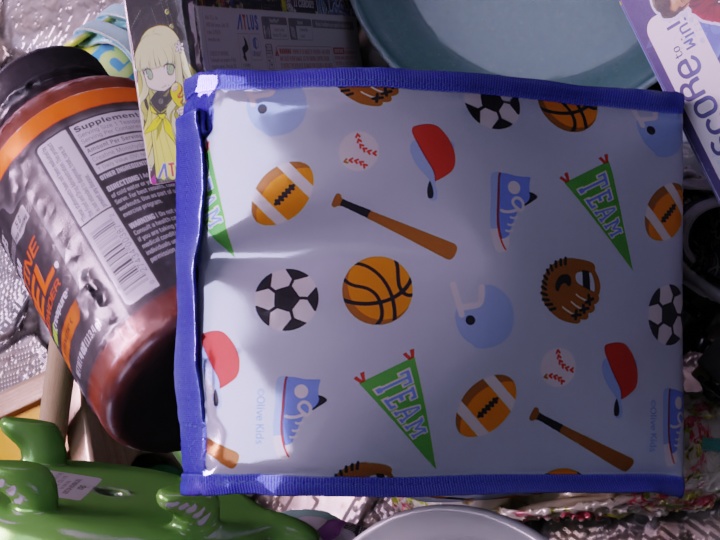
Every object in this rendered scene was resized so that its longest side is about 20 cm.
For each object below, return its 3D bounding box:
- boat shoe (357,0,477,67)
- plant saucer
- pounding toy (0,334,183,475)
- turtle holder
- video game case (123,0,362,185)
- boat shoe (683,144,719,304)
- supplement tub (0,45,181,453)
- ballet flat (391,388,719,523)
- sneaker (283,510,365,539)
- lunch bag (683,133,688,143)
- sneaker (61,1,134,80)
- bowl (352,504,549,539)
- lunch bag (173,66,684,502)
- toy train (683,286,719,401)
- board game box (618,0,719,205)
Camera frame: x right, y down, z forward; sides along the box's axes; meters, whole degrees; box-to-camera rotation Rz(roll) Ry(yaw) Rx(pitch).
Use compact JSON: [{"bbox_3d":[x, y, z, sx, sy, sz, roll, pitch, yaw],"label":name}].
[{"bbox_3d":[-0.018,-0.095,0.885,0.201,0.060,0.072,-29,65,26],"label":"boat shoe"},{"bbox_3d":[0.089,-0.170,0.814,0.199,0.036,0.201,0,89,13],"label":"plant saucer"},{"bbox_3d":[-0.166,0.129,0.888,0.199,0.142,0.185,-24,67,28],"label":"pounding toy"},{"bbox_3d":[-0.103,0.148,0.751,0.141,0.185,0.133,17,100,62],"label":"turtle holder"},{"bbox_3d":[-0.053,-0.137,0.753,0.036,0.200,0.182,-6,96,20],"label":"video game case"},{"bbox_3d":[0.161,-0.018,0.741,0.200,0.068,0.072,45,105,32],"label":"boat shoe"},{"bbox_3d":[-0.113,-0.018,0.771,0.107,0.107,0.200,-47,55,17],"label":"supplement tub"},{"bbox_3d":[0.086,0.085,0.773,0.199,0.064,0.076,-13,73,32],"label":"ballet flat"},{"bbox_3d":[-0.003,0.223,0.787,0.139,0.078,0.201,4,82,35],"label":"sneaker"},{"bbox_3d":[0.226,-0.144,0.693,0.169,0.127,0.201,10,92,37],"label":"lunch bag"},{"bbox_3d":[-0.092,-0.142,0.879,0.079,0.131,0.200,41,124,7],"label":"sneaker"},{"bbox_3d":[0.065,0.197,0.673,0.200,0.090,0.202,-5,83,43],"label":"bowl"},{"bbox_3d":[0.021,0.008,0.661,0.124,0.199,0.171,166,104,-65],"label":"lunch bag"},{"bbox_3d":[0.179,0.056,0.715,0.200,0.046,0.034,41,98,25],"label":"toy train"},{"bbox_3d":[0.168,-0.118,0.640,0.135,0.034,0.201,-28,86,43],"label":"board game box"}]
